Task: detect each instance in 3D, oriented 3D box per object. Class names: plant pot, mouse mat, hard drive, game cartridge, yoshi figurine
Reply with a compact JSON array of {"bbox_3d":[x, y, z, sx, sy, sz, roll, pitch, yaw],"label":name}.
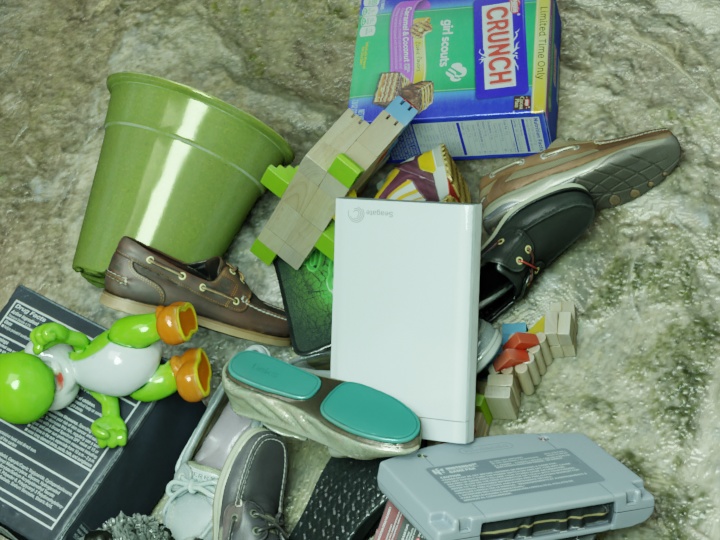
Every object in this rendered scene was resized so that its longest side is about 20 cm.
[{"bbox_3d":[-0.189,-0.063,1.496,0.200,0.200,0.190,15,78,24],"label":"plant pot"},{"bbox_3d":[0.000,0.000,1.443,0.161,0.008,0.200,-23,30,2],"label":"mouse mat"},{"bbox_3d":[0.037,0.040,1.307,0.132,0.027,0.201,4,95,28],"label":"hard drive"},{"bbox_3d":[0.123,0.178,1.259,0.199,0.041,0.133,-4,24,-23],"label":"game cartridge"},{"bbox_3d":[-0.236,0.090,1.306,0.199,0.112,0.113,-11,64,10],"label":"yoshi figurine"}]

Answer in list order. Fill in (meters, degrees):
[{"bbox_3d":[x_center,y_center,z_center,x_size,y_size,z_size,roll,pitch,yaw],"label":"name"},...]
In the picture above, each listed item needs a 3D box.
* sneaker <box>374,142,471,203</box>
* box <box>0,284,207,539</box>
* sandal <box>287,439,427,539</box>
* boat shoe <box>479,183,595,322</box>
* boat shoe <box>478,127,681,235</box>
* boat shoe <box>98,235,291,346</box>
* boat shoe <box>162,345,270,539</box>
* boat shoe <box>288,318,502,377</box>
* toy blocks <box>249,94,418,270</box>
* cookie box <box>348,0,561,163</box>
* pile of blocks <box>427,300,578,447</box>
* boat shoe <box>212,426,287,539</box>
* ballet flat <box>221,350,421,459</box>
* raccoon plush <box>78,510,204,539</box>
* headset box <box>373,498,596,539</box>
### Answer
[{"bbox_3d":[0.054,-0.038,1.402,0.090,0.075,0.200,-25,26,16],"label":"sneaker"},{"bbox_3d":[-0.277,0.153,1.411,0.200,0.123,0.199,24,69,25],"label":"box"},{"bbox_3d":[-0.010,0.213,1.350,0.075,0.048,0.201,34,87,32],"label":"sandal"},{"bbox_3d":[0.137,-0.003,1.408,0.201,0.074,0.063,-35,37,1],"label":"boat shoe"},{"bbox_3d":[0.203,-0.097,1.453,0.199,0.076,0.072,-19,54,2],"label":"boat shoe"},{"bbox_3d":[-0.140,0.021,1.413,0.070,0.200,0.071,19,92,55],"label":"boat shoe"},{"bbox_3d":[-0.126,0.165,1.386,0.074,0.065,0.202,19,69,26],"label":"boat shoe"},{"bbox_3d":[0.030,0.082,1.364,0.202,0.065,0.074,-18,24,29],"label":"boat shoe"},{"bbox_3d":[-0.020,-0.093,1.458,0.100,0.200,0.137,38,54,2],"label":"toy blocks"},{"bbox_3d":[0.097,-0.200,1.543,0.199,0.075,0.172,-2,59,14],"label":"cookie box"},{"bbox_3d":[0.118,0.090,1.371,0.082,0.062,0.200,34,73,30],"label":"pile of blocks"},{"bbox_3d":[-0.092,0.235,1.315,0.065,0.072,0.201,1,70,47],"label":"boat shoe"},{"bbox_3d":[-0.030,0.124,1.310,0.200,0.062,0.067,21,42,27],"label":"ballet flat"},{"bbox_3d":[-0.178,0.301,1.288,0.097,0.201,0.134,-7,33,-41],"label":"raccoon plush"},{"bbox_3d":[0.083,0.273,1.263,0.199,0.077,0.149,10,63,22],"label":"headset box"}]
